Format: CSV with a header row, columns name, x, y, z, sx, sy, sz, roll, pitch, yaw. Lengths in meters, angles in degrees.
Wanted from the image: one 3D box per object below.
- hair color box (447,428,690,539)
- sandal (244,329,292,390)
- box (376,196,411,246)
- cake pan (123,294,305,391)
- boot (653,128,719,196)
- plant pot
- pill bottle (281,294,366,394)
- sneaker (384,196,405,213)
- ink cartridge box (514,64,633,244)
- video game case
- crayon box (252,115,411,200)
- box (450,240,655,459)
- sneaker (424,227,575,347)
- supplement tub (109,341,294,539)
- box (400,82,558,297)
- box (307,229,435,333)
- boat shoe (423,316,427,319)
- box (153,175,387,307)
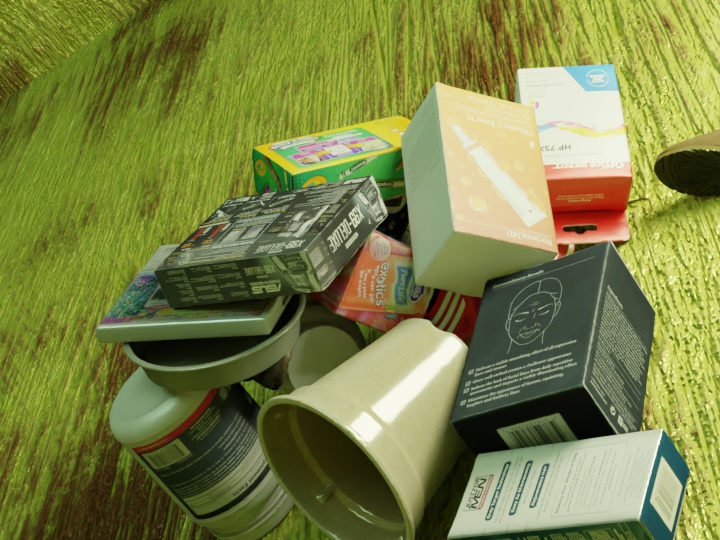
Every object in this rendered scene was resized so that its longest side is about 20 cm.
name,x,y,z,sx,sy,sz,roll,pitch,yaw
hair color box,0.183,0.207,1.237,0.198,0.061,0.101,-14,35,39
sandal,-0.130,0.088,1.547,0.200,0.054,0.083,-159,83,-68
box,0.049,-0.074,1.739,0.201,0.049,0.200,-65,18,-13
cake pan,-0.150,0.065,1.475,0.197,0.037,0.201,-12,26,6
boot,0.423,-0.173,1.529,0.173,0.067,0.201,-4,42,30
plant pot,0.030,0.154,1.396,0.183,0.202,0.199,-40,24,-32
pill bottle,-0.054,0.089,1.604,0.112,0.113,0.200,-39,11,-2
sneaker,-0.002,-0.063,1.713,0.069,0.095,0.199,-1,6,-28
ink cartridge box,0.238,-0.130,1.565,0.114,0.068,0.202,-3,57,0
video game case,-0.161,0.018,1.504,0.197,0.024,0.183,-4,29,20
crayon box,-0.011,-0.120,1.605,0.197,0.059,0.119,-15,24,-22
box,0.190,0.092,1.356,0.147,0.107,0.201,-19,33,33
sneaker,0.147,-0.001,1.534,0.200,0.116,0.078,-50,24,-21
supplement tub,-0.167,0.190,1.539,0.139,0.201,0.141,-28,28,17
box,0.123,-0.082,1.485,0.098,0.123,0.202,125,148,-48
box,0.000,0.000,1.558,0.096,0.102,0.200,-67,24,3
boat shoe,0.046,0.100,1.559,0.201,0.071,0.064,-51,30,-20
box,-0.092,-0.030,1.449,0.198,0.050,0.158,-7,27,32
